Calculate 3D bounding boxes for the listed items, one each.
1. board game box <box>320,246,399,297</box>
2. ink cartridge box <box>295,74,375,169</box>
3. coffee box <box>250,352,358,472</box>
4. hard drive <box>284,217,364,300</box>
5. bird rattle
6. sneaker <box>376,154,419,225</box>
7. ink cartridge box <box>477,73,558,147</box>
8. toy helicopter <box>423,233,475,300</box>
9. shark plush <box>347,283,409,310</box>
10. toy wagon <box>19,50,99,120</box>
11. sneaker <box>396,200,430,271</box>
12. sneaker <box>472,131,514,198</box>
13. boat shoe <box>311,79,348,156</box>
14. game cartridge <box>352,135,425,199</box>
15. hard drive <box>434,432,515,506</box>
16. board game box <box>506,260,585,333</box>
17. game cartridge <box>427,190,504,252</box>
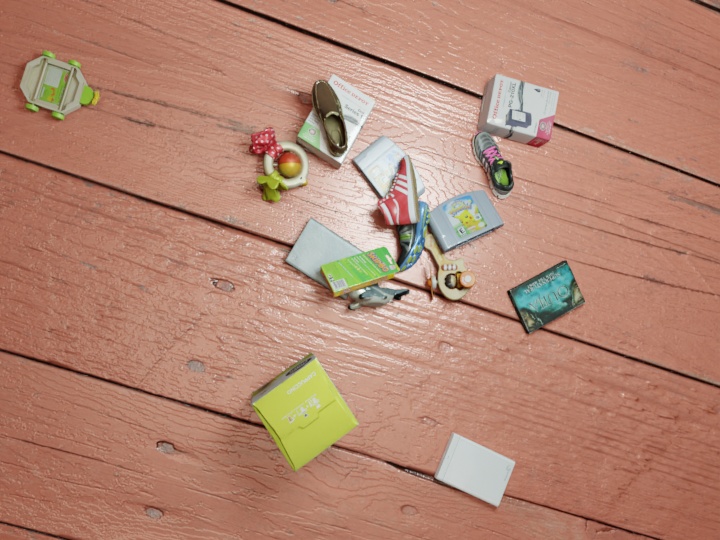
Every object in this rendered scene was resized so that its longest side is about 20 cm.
[{"bbox_3d":[0.000,0.000,1.688,0.196,0.030,0.096,-19,55,-17],"label":"board game box"},{"bbox_3d":[-0.068,-0.407,1.733,0.144,0.084,0.203,29,84,-6],"label":"ink cartridge box"},{"bbox_3d":[-0.146,0.353,1.626,0.198,0.198,0.202,-34,92,-9],"label":"coffee box"},{"bbox_3d":[-0.089,-0.032,1.737,0.198,0.033,0.141,32,83,-6],"label":"hard drive"},{"bbox_3d":[-0.220,-0.290,1.718,0.159,0.113,0.205,-3,74,-20],"label":"bird rattle"},{"bbox_3d":[0.097,-0.216,1.719,0.110,0.071,0.204,-10,66,17],"label":"sneaker"},{"bbox_3d":[0.449,-0.455,1.810,0.195,0.084,0.148,13,85,-8],"label":"ink cartridge box"},{"bbox_3d":[0.227,-0.007,1.773,0.131,0.079,0.203,-30,81,1],"label":"toy helicopter"},{"bbox_3d":[0.048,0.049,1.720,0.195,0.091,0.085,-2,66,-14],"label":"shark plush"},{"bbox_3d":[-0.779,-0.474,1.656,0.196,0.040,0.159,17,85,-8],"label":"toy wagon"},{"bbox_3d":[0.135,-0.096,1.759,0.081,0.070,0.204,17,99,30],"label":"sneaker"},{"bbox_3d":[0.383,-0.305,1.792,0.072,0.087,0.204,-23,90,-8],"label":"sneaker"},{"bbox_3d":[-0.073,-0.405,1.650,0.073,0.075,0.206,-20,90,-8],"label":"boat shoe"},{"bbox_3d":[0.086,-0.270,1.774,0.133,0.042,0.201,-39,93,-4],"label":"game cartridge"},{"bbox_3d":[0.320,0.556,1.770,0.197,0.027,0.134,26,84,-7],"label":"hard drive"},{"bbox_3d":[0.536,0.076,1.825,0.197,0.028,0.137,-27,90,-9],"label":"board game box"},{"bbox_3d":[0.289,-0.145,1.775,0.197,0.041,0.135,-24,69,-13],"label":"game cartridge"}]
